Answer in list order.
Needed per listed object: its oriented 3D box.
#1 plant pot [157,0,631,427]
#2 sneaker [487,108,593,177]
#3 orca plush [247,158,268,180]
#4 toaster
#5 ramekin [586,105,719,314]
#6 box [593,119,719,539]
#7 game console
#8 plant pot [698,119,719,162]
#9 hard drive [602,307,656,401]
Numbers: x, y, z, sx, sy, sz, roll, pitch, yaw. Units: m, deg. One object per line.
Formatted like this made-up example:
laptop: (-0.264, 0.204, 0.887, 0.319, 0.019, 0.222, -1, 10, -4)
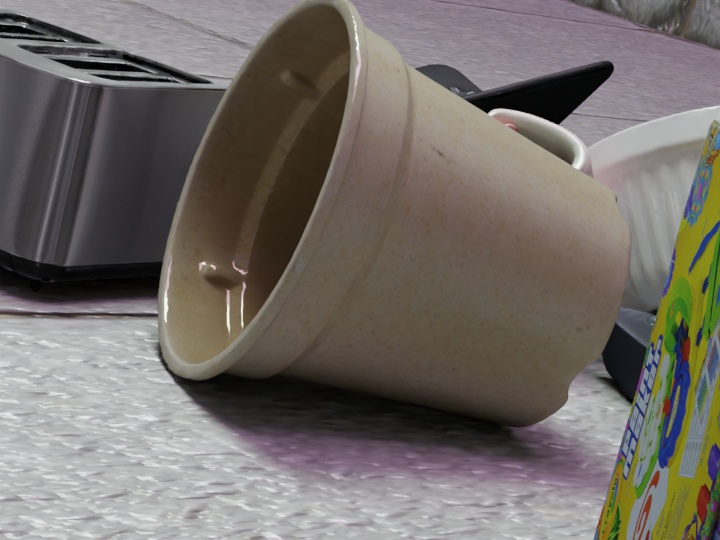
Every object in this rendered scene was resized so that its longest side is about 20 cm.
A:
plant pot: (0.025, -0.011, 1.309, 0.183, 0.201, 0.200, 22, 8, -22)
sneaker: (0.039, -0.047, 1.506, 0.200, 0.075, 0.105, -1, -33, -1)
orca plush: (0.000, 0.000, 1.444, 0.105, 0.071, 0.200, -21, -40, 27)
toaster: (-0.181, -0.069, 1.450, 0.181, 0.119, 0.200, 20, 13, 32)
ramekin: (0.228, -0.021, 1.583, 0.200, 0.105, 0.200, -5, -16, -1)
box: (0.187, 0.063, 1.058, 0.122, 0.200, 0.193, 13, 12, -7)
game console: (0.031, -0.110, 1.704, 0.200, 0.117, 0.176, -15, 41, -31)
plant pot: (0.281, -0.015, 1.399, 0.189, 0.201, 0.201, 2, 7, 21)
hard drive: (0.219, 0.072, 1.450, 0.135, 0.042, 0.200, 9, 13, -23)
